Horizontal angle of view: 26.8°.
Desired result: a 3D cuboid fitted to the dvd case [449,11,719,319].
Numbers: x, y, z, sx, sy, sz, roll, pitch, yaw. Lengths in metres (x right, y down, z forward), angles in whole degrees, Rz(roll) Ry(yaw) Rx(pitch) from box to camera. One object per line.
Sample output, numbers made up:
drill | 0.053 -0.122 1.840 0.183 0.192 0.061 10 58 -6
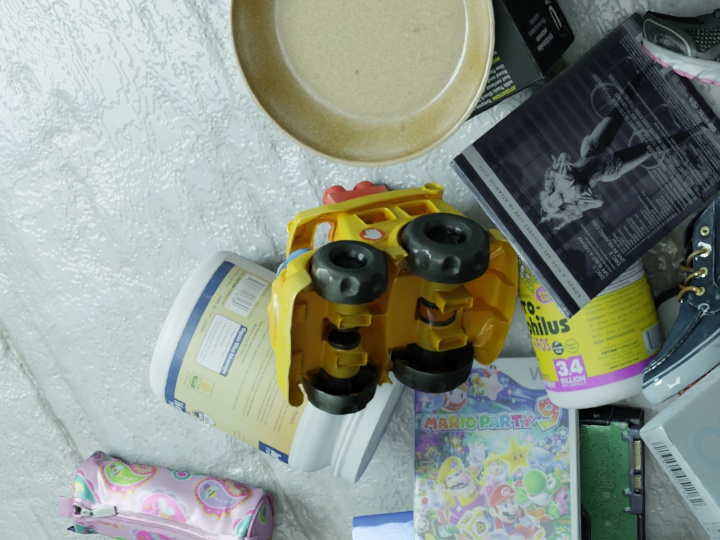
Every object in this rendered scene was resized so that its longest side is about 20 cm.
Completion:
dvd case | 0.186 -0.082 1.157 0.199 0.016 0.149 -39 91 -16

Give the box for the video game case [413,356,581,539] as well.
video game case | 0.114 0.175 1.275 0.141 0.018 0.203 -3 77 17

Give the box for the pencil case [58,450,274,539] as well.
pencil case | -0.180 0.228 1.423 0.198 0.087 0.088 11 112 13

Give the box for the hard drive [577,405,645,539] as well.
hard drive | 0.150 0.184 1.325 0.198 0.038 0.141 1 109 18

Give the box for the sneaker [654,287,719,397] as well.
sneaker | 0.292 0.117 1.216 0.067 0.108 0.203 -23 101 24

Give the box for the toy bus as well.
toy bus | 0.000 0.000 1.218 0.192 0.198 0.137 51 145 44

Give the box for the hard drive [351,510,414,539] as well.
hard drive | 0.087 0.271 1.303 0.198 0.025 0.134 -10 70 24

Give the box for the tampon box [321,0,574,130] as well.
tampon box | 0.054 -0.221 1.149 0.125 0.150 0.201 -26 99 24

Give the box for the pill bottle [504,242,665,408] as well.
pill bottle | 0.174 0.001 1.210 0.103 0.104 0.202 -15 96 22

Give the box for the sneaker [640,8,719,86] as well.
sneaker | 0.310 -0.181 1.130 0.197 0.080 0.087 9 107 2

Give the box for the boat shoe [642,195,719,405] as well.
boat shoe | 0.270 0.010 1.171 0.200 0.071 0.091 -42 87 -14

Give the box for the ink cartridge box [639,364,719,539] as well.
ink cartridge box | 0.327 0.125 1.107 0.199 0.047 0.161 -35 88 -15

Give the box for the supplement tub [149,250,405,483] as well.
supplement tub | -0.066 0.085 1.300 0.198 0.144 0.146 25 115 8

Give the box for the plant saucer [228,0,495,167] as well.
plant saucer | 0.003 -0.176 1.078 0.198 0.035 0.203 7 112 17
